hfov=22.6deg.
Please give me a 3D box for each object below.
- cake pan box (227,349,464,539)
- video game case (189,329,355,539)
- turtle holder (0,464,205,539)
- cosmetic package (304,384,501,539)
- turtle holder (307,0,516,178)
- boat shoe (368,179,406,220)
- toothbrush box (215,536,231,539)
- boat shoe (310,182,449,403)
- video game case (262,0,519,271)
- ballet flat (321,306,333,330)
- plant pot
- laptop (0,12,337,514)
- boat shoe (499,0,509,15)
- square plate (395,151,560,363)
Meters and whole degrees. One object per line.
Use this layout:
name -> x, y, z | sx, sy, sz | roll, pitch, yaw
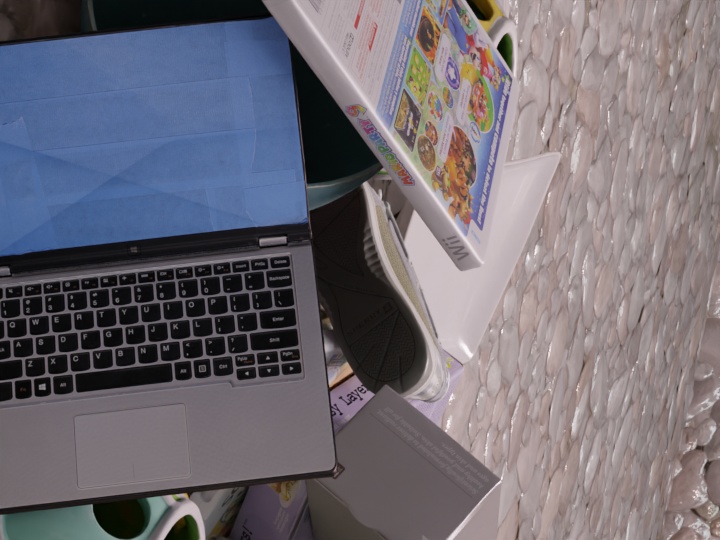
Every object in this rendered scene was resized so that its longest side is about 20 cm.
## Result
cake pan box -> -0.020, 0.160, 1.299 | 0.184, 0.052, 0.201 | -30, 150, -46
video game case -> -0.046, 0.120, 1.281 | 0.183, 0.023, 0.200 | -55, 163, 11
turtle holder -> -0.149, 0.141, 0.971 | 0.185, 0.131, 0.142 | -34, 130, -62
cosmetic package -> 0.029, 0.173, 1.203 | 0.090, 0.107, 0.200 | -44, 160, -22
turtle holder -> 0.031, -0.149, 1.143 | 0.141, 0.131, 0.187 | -14, 115, -68
boat shoe -> 0.031, -0.059, 1.418 | 0.075, 0.085, 0.204 | -6, 105, -69
toothbrush box -> -0.054, 0.265, 1.154 | 0.145, 0.199, 0.087 | -33, 131, -50
boat shoe -> 0.002, 0.000, 1.226 | 0.203, 0.074, 0.065 | 62, 16, 24
video game case -> 0.022, -0.117, 0.944 | 0.200, 0.018, 0.144 | 52, 37, -35
ballet flat -> -0.058, 0.035, 1.249 | 0.200, 0.071, 0.070 | 25, 74, -69
plant pot -> -0.073, -0.108, 1.022 | 0.135, 0.199, 0.201 | -47, -164, 57
laptop -> -0.114, -0.001, 0.879 | 0.116, 0.186, 0.202 | 87, -4, -68
boat shoe -> 0.083, -0.236, 1.513 | 0.200, 0.071, 0.069 | 78, 24, -65
square plate -> 0.064, -0.002, 1.404 | 0.198, 0.028, 0.201 | -11, 129, -54
